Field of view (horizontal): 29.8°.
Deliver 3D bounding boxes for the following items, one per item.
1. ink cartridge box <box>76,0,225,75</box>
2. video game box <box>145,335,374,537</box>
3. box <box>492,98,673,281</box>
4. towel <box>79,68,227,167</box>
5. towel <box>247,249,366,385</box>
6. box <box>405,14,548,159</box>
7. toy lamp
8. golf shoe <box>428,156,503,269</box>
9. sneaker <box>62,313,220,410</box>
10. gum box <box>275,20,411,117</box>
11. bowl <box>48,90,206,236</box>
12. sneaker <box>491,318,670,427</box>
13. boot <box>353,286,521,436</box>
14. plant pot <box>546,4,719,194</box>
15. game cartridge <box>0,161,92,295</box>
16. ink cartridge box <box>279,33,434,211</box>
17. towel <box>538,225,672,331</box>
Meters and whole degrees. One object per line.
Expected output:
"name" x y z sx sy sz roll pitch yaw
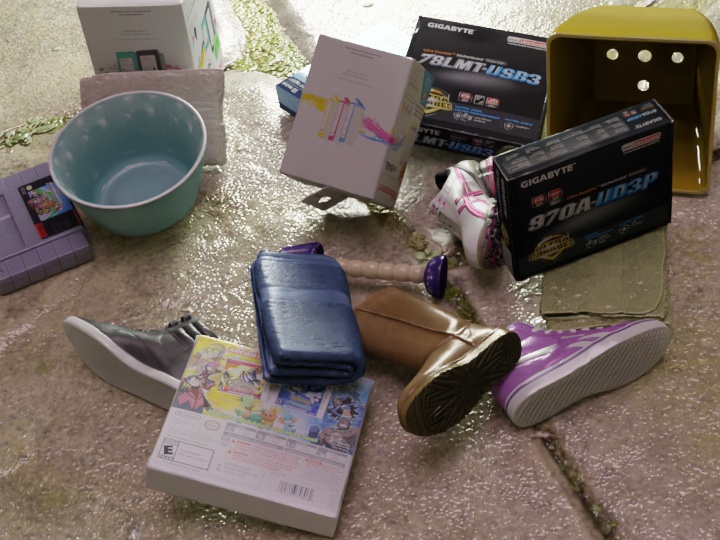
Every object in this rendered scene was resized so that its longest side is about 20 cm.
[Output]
"ink cartridge box" -0.283 -0.319 1.865 0.145 0.200 0.147 0 44 8
"video game box" -0.101 0.168 1.402 0.199 0.047 0.183 15 49 3
"box" 0.249 -0.087 1.506 0.199 0.159 0.046 -20 45 -9
"towel" -0.275 -0.200 1.803 0.199 0.133 0.034 -1 6 8
"towel" -0.060 0.051 1.475 0.111 0.049 0.200 4 33 -13
"box" 0.150 -0.238 1.773 0.199 0.050 0.199 13 56 8
"toy lamp" 0.000 0.000 1.588 0.199 0.058 0.058 7 46 15
"golf shoe" 0.129 -0.062 1.622 0.092 0.073 0.200 -8 33 10
"sneaker" -0.238 0.085 1.534 0.200 0.071 0.099 25 51 23
"gum box" 0.013 -0.251 1.854 0.200 0.045 0.170 -35 50 -23
"bowl" -0.284 -0.122 1.718 0.200 0.105 0.201 -4 52 5
"sneaker" 0.225 0.079 1.453 0.200 0.073 0.114 -21 43 -11
"boot" 0.049 0.094 1.444 0.175 0.066 0.200 -30 31 -33
"plant pot" 0.344 -0.231 1.679 0.199 0.201 0.177 6 35 16
"game cartridge" -0.430 -0.060 1.744 0.129 0.038 0.200 -26 46 -11
"ink cartridge box" -0.006 -0.166 1.654 0.125 0.129 0.201 17 91 14
"towel" 0.280 -0.001 1.552 0.148 0.037 0.200 -1 45 10
